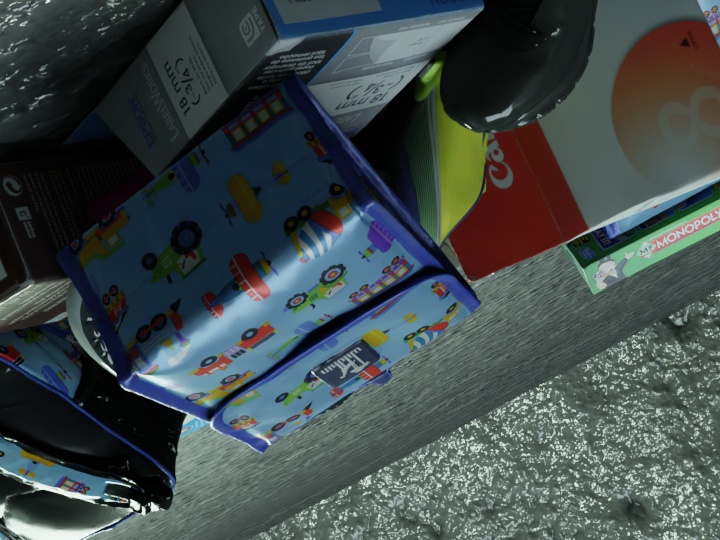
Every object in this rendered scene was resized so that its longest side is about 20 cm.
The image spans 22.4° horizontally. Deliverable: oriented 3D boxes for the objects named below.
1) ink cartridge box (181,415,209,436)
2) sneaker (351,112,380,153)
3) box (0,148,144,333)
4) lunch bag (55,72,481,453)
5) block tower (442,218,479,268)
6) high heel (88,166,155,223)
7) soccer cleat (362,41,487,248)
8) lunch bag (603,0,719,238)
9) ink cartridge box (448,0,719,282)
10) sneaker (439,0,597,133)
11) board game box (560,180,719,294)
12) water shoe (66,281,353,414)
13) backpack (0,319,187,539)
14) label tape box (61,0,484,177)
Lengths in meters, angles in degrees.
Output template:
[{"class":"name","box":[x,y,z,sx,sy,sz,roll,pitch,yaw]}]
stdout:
[{"class":"ink cartridge box","box":[-0.222,0.114,1.442,0.199,0.085,0.146,-26,168,-9]},{"class":"sneaker","box":[0.013,-0.078,1.165,0.199,0.078,0.112,-20,167,-29]},{"class":"box","box":[-0.154,-0.019,1.049,0.100,0.075,0.199,-29,171,39]},{"class":"lunch bag","box":[-0.034,0.017,0.945,0.150,0.094,0.200,-36,147,7]},{"class":"block tower","box":[0.000,0.000,1.152,0.200,0.054,0.058,-35,-164,26]},{"class":"high heel","box":[-0.070,-0.039,1.046,0.096,0.068,0.200,2,177,21]},{"class":"soccer cleat","box":[0.050,-0.085,1.048,0.083,0.065,0.201,25,90,-35]},{"class":"lunch bag","box":[0.202,-0.137,1.236,0.150,0.094,0.200,-28,147,-1]},{"class":"ink cartridge box","box":[0.123,-0.105,1.089,0.199,0.163,0.050,-22,172,-19]},{"class":"sneaker","box":[0.102,-0.164,0.951,0.201,0.076,0.091,-56,156,-4]},{"class":"board game box","box":[0.198,-0.072,1.385,0.134,0.200,0.029,-28,124,1]},{"class":"water shoe","box":[-0.089,0.029,1.027,0.199,0.079,0.072,24,111,-39]},{"class":"backpack","box":[-0.226,0.081,1.142,0.200,0.135,0.182,37,132,-26]},{"class":"label tape box","box":[-0.049,-0.102,0.966,0.144,0.064,0.200,-16,163,-40]}]
